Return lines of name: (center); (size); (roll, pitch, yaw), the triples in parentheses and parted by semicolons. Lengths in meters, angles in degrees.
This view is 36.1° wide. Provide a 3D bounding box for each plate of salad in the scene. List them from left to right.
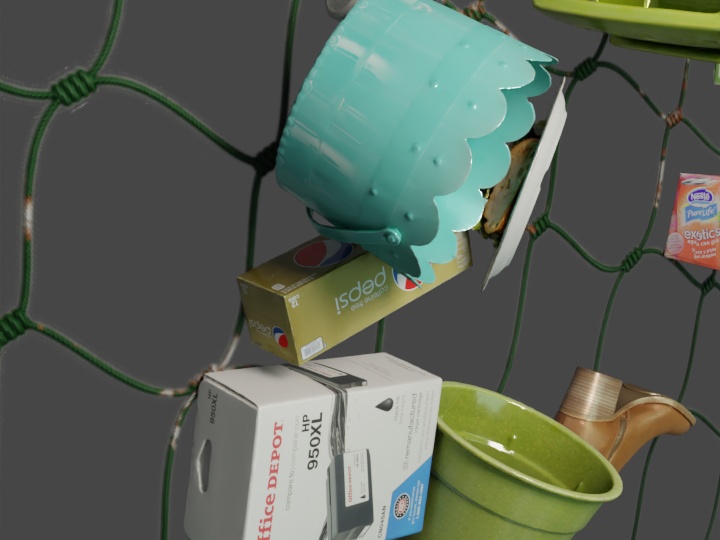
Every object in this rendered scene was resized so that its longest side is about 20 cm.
plate of salad: (0.134, -0.078, 0.975); (0.200, 0.048, 0.201); (21, 90, -85)

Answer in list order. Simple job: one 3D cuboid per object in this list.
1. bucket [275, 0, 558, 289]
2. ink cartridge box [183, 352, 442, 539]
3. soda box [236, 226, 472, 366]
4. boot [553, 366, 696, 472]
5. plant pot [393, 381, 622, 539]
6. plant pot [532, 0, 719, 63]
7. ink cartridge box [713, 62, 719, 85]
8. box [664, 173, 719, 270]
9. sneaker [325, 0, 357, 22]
bucket: (0.039, -0.102, 0.819); (0.208, 0.134, 0.207); (-55, 169, -16)
ink cartridge box: (-0.036, 0.156, 0.918); (0.199, 0.084, 0.146); (-3, 105, -41)
soda box: (0.000, 0.000, 0.913); (0.199, 0.068, 0.064); (-28, 120, -33)
boot: (0.284, 0.203, 1.226); (0.199, 0.076, 0.156); (20, 88, -41)
plant pot: (0.110, 0.235, 1.025); (0.199, 0.200, 0.191); (12, 107, -43)
plant pot: (0.302, -0.296, 1.009); (0.181, 0.199, 0.201); (14, 94, -52)
ink cartridge box: (0.500, -0.227, 1.203); (0.103, 0.199, 0.060); (-19, 116, -36)
box: (0.456, -0.055, 1.290); (0.199, 0.094, 0.104); (0, 103, -42)
sneaker: (0.058, -0.254, 0.878); (0.118, 0.074, 0.201); (40, 73, -35)
